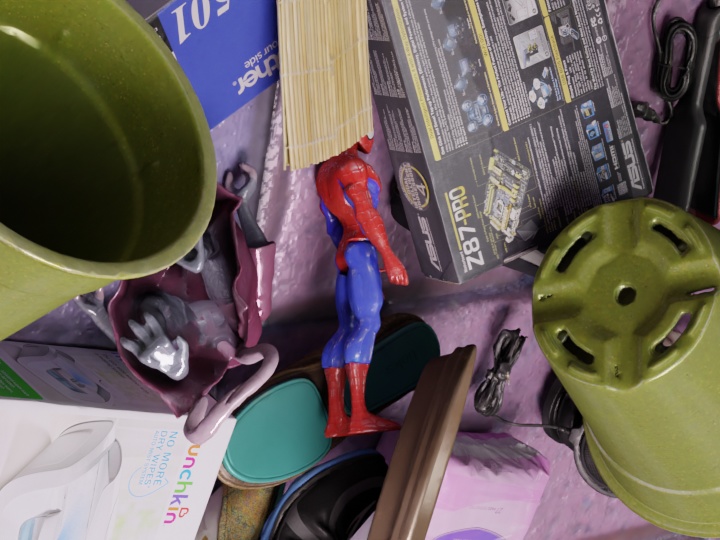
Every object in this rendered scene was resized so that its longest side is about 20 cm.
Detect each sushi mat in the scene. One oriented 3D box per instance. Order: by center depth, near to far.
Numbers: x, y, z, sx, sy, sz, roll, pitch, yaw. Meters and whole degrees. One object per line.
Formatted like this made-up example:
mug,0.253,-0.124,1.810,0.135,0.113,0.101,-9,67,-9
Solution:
sushi mat,-0.023,-0.164,1.497,0.096,0.012,0.202,-29,121,-57

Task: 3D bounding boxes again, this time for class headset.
headset,0.173,0.096,1.803,0.199,0.124,0.095,10,108,-22

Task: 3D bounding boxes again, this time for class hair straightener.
hair straightener,0.222,-0.118,1.766,0.077,0.041,0.201,-13,123,-34

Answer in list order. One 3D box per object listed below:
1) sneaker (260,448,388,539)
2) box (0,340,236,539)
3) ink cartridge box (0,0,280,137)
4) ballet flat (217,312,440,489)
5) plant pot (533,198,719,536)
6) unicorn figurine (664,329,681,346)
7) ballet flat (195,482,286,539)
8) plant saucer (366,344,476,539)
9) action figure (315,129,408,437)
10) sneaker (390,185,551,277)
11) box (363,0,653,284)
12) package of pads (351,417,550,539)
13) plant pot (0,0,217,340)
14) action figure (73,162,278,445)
sneaker,-0.036,0.201,1.617,0.200,0.082,0.071,-55,149,-20
box,-0.194,0.151,1.539,0.176,0.097,0.201,9,108,-40
ink cartridge box,-0.120,-0.114,1.477,0.200,0.044,0.094,-38,135,-17
ballet flat,-0.037,0.081,1.642,0.200,0.072,0.068,-33,112,-36
plant pot,0.199,0.045,1.624,0.201,0.200,0.190,-53,146,-1
unicorn figurine,0.290,0.110,1.890,0.074,0.137,0.200,-48,136,-7
ballet flat,-0.096,0.200,1.679,0.070,0.071,0.201,-2,114,-39
plant saucer,0.031,0.139,1.606,0.200,0.029,0.201,18,90,-84
action figure,0.000,0.000,1.598,0.051,0.065,0.202,-3,85,-18
sneaker,0.107,-0.045,1.691,0.199,0.072,0.083,14,104,-44
box,0.088,-0.113,1.608,0.161,0.049,0.201,-26,110,-28
package of pads,0.041,0.202,1.781,0.120,0.076,0.201,11,107,-40
plant pot,-0.208,-0.035,1.336,0.199,0.201,0.190,7,144,-42
action figure,-0.080,0.021,1.519,0.134,0.149,0.200,-40,167,-2
